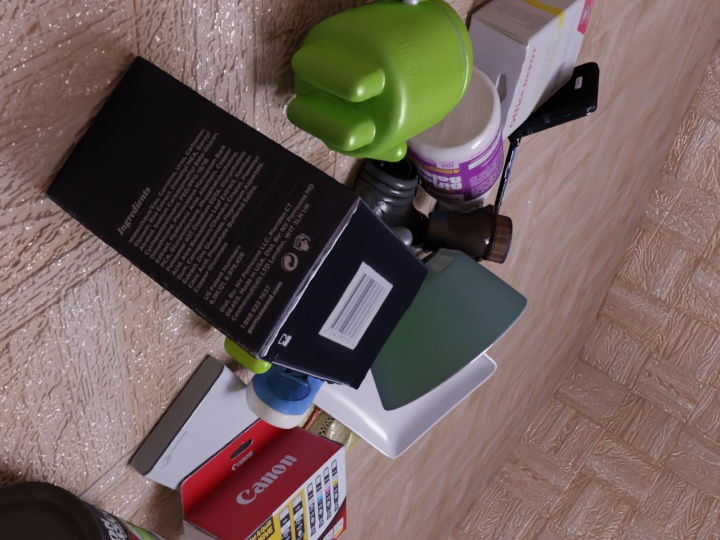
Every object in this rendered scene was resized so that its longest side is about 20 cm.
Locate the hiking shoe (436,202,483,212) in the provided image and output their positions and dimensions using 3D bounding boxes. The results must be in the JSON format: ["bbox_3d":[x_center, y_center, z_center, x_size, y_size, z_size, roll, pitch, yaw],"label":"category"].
[{"bbox_3d":[0.156,-0.068,1.213,0.075,0.100,0.202,-8,126,-64],"label":"hiking shoe"}]

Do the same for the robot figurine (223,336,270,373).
[{"bbox_3d":[-0.062,0.015,0.816,0.177,0.114,0.200,-62,159,-6],"label":"robot figurine"}]

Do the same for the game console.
[{"bbox_3d":[0.258,-0.185,1.189,0.118,0.173,0.201,64,26,-21],"label":"game console"}]

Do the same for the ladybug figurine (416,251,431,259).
[{"bbox_3d":[0.043,0.040,1.143,0.135,0.071,0.202,-39,151,-41],"label":"ladybug figurine"}]

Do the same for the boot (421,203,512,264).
[{"bbox_3d":[0.115,-0.052,1.040,0.200,0.095,0.076,-151,-108,-84],"label":"boot"}]

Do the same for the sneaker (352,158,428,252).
[{"bbox_3d":[0.049,-0.080,0.999,0.199,0.070,0.100,-5,129,-59],"label":"sneaker"}]

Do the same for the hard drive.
[{"bbox_3d":[-0.162,0.182,0.936,0.133,0.026,0.200,-54,158,-13],"label":"hard drive"}]

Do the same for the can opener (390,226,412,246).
[{"bbox_3d":[0.000,0.000,0.913,0.200,0.066,0.054,139,-53,-73],"label":"can opener"}]

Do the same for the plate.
[{"bbox_3d":[0.041,0.125,1.092,0.199,0.199,0.032,-44,-156,16],"label":"plate"}]

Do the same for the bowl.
[{"bbox_3d":[0.075,0.051,0.947,0.200,0.106,0.201,-37,-177,2],"label":"bowl"}]

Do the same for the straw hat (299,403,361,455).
[{"bbox_3d":[-0.043,0.217,1.165,0.201,0.084,0.203,-46,155,-29],"label":"straw hat"}]

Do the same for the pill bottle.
[{"bbox_3d":[0.110,-0.144,0.992,0.113,0.111,0.200,-55,161,-8],"label":"pill bottle"}]

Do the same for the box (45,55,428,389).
[{"bbox_3d":[-0.076,-0.025,0.617,0.118,0.199,0.197,-57,159,-2],"label":"box"}]

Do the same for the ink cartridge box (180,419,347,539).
[{"bbox_3d":[-0.104,0.273,0.979,0.199,0.083,0.178,-36,132,-47],"label":"ink cartridge box"}]

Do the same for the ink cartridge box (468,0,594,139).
[{"bbox_3d":[0.205,-0.276,1.072,0.200,0.083,0.147,-43,154,-38],"label":"ink cartridge box"}]

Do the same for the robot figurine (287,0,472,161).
[{"bbox_3d":[0.022,-0.171,0.740,0.199,0.115,0.178,-36,145,-45],"label":"robot figurine"}]

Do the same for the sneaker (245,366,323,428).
[{"bbox_3d":[-0.058,0.087,0.943,0.112,0.076,0.200,-62,173,19],"label":"sneaker"}]

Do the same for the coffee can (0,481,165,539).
[{"bbox_3d":[-0.242,0.272,0.715,0.147,0.145,0.201,-52,158,-16],"label":"coffee can"}]
